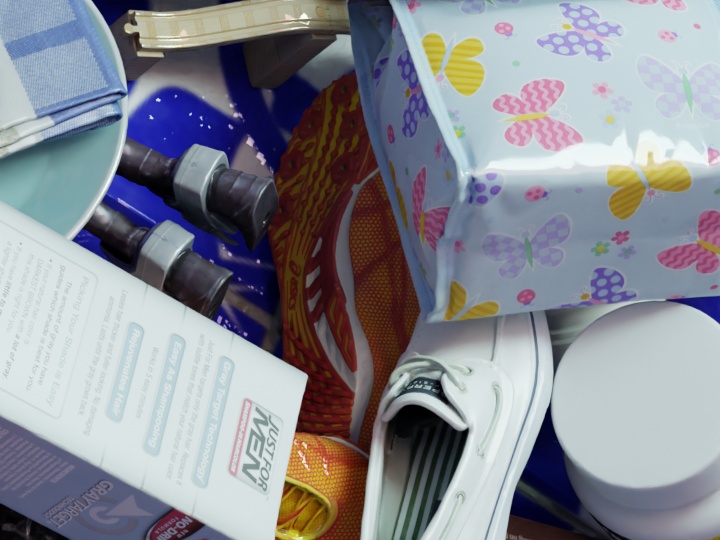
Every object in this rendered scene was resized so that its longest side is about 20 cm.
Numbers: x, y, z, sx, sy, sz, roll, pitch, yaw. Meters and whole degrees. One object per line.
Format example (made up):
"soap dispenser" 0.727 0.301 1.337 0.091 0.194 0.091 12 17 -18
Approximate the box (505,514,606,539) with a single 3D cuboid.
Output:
"box" 0.065 0.222 1.278 0.100 0.075 0.201 18 59 -29

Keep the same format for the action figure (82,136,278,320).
"action figure" -0.142 -0.050 1.245 0.199 0.069 0.130 31 71 5

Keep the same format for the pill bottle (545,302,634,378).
"pill bottle" 0.114 -0.041 1.394 0.112 0.112 0.201 -9 88 -37

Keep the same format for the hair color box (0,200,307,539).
"hair color box" -0.124 0.048 1.111 0.199 0.061 0.099 30 47 -22

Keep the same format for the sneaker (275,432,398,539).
"sneaker" -0.058 0.098 1.232 0.199 0.073 0.077 29 18 -16

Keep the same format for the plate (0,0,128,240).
"plate" -0.204 -0.068 1.196 0.199 0.026 0.201 1 63 -2

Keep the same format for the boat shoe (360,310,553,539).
"boat shoe" 0.042 0.070 1.227 0.067 0.073 0.201 44 44 -48

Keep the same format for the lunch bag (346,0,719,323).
"lunch bag" 0.091 -0.087 1.257 0.169 0.128 0.201 -4 47 -13

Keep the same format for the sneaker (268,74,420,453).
"sneaker" 0.000 0.000 1.333 0.077 0.073 0.201 16 69 -44

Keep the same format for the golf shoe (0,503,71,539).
"golf shoe" -0.168 0.090 1.181 0.200 0.078 0.094 56 14 16

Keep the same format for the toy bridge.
"toy bridge" -0.036 -0.119 1.360 0.199 0.067 0.027 -1 71 -36

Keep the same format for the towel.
"towel" -0.219 -0.094 1.182 0.199 0.024 0.147 -21 65 -15

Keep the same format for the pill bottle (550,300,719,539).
"pill bottle" 0.166 0.095 1.319 0.200 0.114 0.115 48 37 -59
